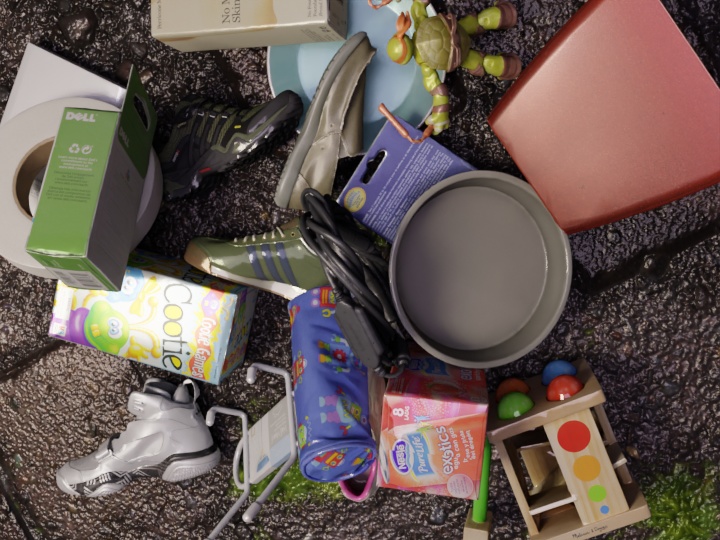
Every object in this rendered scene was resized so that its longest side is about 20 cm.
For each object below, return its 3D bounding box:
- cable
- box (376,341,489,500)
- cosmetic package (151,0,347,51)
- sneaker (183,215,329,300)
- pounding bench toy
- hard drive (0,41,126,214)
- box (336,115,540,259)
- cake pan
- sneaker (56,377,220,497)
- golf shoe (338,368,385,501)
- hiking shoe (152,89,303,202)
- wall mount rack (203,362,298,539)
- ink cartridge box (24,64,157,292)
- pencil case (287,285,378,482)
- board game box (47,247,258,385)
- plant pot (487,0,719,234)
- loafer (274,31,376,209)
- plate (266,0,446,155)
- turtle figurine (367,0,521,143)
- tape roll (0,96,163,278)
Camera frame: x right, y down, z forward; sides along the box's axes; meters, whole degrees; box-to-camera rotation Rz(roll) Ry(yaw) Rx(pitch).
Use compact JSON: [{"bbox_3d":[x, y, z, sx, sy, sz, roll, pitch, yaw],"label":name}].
[{"bbox_3d":[0.000,0.000,0.783,0.050,0.163,0.201,-23,108,17],"label":"cable"},{"bbox_3d":[0.076,0.146,0.810,0.101,0.200,0.096,5,100,7],"label":"box"},{"bbox_3d":[-0.116,-0.293,0.817,0.198,0.071,0.107,-1,91,16],"label":"cosmetic package"},{"bbox_3d":[-0.091,-0.022,0.876,0.198,0.067,0.091,19,103,-3],"label":"sneaker"},{"bbox_3d":[0.178,0.200,0.843,0.198,0.124,0.157,-23,95,10],"label":"pounding bench toy"},{"bbox_3d":[-0.360,-0.143,0.914,0.131,0.025,0.202,25,101,3],"label":"hard drive"},{"bbox_3d":[0.085,-0.067,0.851,0.199,0.032,0.122,33,101,-8],"label":"box"},{"bbox_3d":[0.121,-0.001,0.810,0.198,0.037,0.203,-1,95,-12],"label":"cake pan"},{"bbox_3d":[-0.272,0.195,0.931,0.197,0.075,0.116,-10,96,4],"label":"sneaker"},{"bbox_3d":[-0.008,0.163,0.881,0.074,0.092,0.202,-11,95,11],"label":"golf shoe"},{"bbox_3d":[-0.157,-0.156,0.854,0.199,0.076,0.101,-28,90,19],"label":"hiking shoe"},{"bbox_3d":[-0.121,0.207,0.849,0.074,0.175,0.200,15,139,-29],"label":"wall mount rack"},{"bbox_3d":[-0.256,-0.091,0.763,0.059,0.104,0.202,6,71,3],"label":"ink cartridge box"},{"bbox_3d":[-0.027,0.110,0.791,0.086,0.202,0.078,11,139,-23],"label":"pencil case"},{"bbox_3d":[-0.229,0.042,0.885,0.198,0.105,0.104,15,99,5],"label":"board game box"},{"bbox_3d":[0.236,-0.147,0.759,0.176,0.200,0.201,-36,93,20],"label":"plant pot"},{"bbox_3d":[-0.026,-0.152,0.827,0.069,0.075,0.202,23,104,-9],"label":"loafer"},{"bbox_3d":[-0.004,-0.228,0.855,0.198,0.026,0.203,1,98,8],"label":"plate"},{"bbox_3d":[0.085,-0.237,0.788,0.160,0.064,0.202,-13,87,-26],"label":"turtle figurine"},{"bbox_3d":[-0.314,-0.091,0.840,0.200,0.037,0.205,-1,70,1],"label":"tape roll"}]
